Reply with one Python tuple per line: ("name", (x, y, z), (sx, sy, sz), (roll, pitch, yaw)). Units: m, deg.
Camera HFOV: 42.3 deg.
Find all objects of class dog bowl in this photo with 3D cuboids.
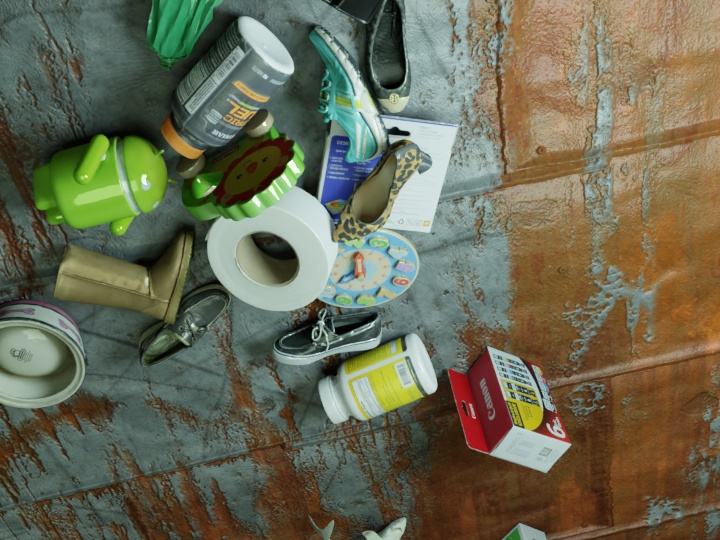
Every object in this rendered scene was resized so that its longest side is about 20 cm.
("dog bowl", (-0.557, 0.135, 1.562), (0.196, 0.074, 0.202), (-4, 129, -5))

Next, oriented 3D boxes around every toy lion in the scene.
("toy lion", (-0.171, -0.133, 1.335), (0.198, 0.193, 0.069), (-28, 127, 14))

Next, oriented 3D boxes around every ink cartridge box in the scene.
("ink cartridge box", (0.035, -0.158, 1.443), (0.194, 0.047, 0.202), (5, 125, -11))
("ink cartridge box", (0.264, 0.244, 1.683), (0.173, 0.201, 0.084), (20, 122, -23))

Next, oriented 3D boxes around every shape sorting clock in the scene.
("shape sorting clock", (0.000, 0.000, 1.543), (0.196, 0.040, 0.202), (-1, 139, -1))

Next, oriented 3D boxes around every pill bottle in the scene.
("pill bottle", (0.029, 0.199, 1.672), (0.198, 0.113, 0.113), (-23, 128, 10))
("pill bottle", (-0.193, -0.247, 1.300), (0.106, 0.107, 0.200), (34, 117, -29))

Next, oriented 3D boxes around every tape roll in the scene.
("tape roll", (-0.137, -0.037, 1.456), (0.199, 0.071, 0.205), (8, 128, 10))

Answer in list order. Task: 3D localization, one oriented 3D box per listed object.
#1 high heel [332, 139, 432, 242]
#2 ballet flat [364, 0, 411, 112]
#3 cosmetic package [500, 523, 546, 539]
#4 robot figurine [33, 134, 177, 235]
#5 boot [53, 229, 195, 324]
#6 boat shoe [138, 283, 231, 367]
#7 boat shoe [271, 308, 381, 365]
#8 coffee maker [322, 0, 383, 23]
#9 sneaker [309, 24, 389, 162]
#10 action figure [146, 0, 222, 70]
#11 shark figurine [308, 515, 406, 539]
("high heel", (0.014, -0.113, 1.359), (0.200, 0.142, 0.072), (-42, 78, 12))
("ballet flat", (0.037, -0.310, 1.315), (0.065, 0.057, 0.202), (-9, 128, 0))
("cosmetic package", (0.336, 0.676, 2.089), (0.084, 0.108, 0.201), (25, 119, -25))
("robot figurine", (-0.372, -0.130, 1.357), (0.197, 0.117, 0.176), (-13, 151, 0))
("boot", (-0.375, -0.007, 1.484), (0.197, 0.066, 0.177), (16, 109, -11))
("boat shoe", (-0.297, 0.101, 1.577), (0.200, 0.066, 0.072), (-34, 124, 17))
("boat shoe", (-0.059, 0.110, 1.613), (0.196, 0.074, 0.069), (-6, 133, -4))
("coffee maker", (0.027, -0.422, 1.179), (0.190, 0.136, 0.200), (27, 120, -27))
("sneaker", (-0.027, -0.246, 1.315), (0.079, 0.078, 0.202), (-23, 106, 7))
("action figure", (-0.239, -0.353, 1.245), (0.116, 0.055, 0.201), (13, 131, -19))
("shark figurine", (-0.013, 0.583, 1.989), (0.211, 0.089, 0.130), (7, 93, -23))
